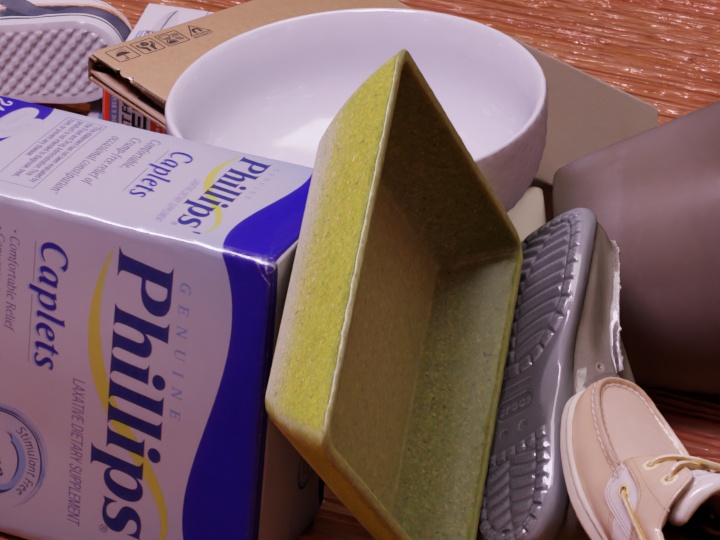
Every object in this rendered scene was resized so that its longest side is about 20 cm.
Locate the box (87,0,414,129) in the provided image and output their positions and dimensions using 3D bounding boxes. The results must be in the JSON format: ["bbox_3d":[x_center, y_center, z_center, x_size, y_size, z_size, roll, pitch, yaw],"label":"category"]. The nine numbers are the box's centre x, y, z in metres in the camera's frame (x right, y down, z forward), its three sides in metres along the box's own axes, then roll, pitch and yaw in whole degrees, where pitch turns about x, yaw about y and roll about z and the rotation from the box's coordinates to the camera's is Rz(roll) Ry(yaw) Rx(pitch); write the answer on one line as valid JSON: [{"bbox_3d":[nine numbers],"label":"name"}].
[{"bbox_3d":[-0.034,-0.117,1.675,0.200,0.021,0.163,-22,40,-36],"label":"box"}]

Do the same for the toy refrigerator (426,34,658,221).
[{"bbox_3d":[0.099,-0.076,1.635,0.070,0.076,0.200,-3,-10,31],"label":"toy refrigerator"}]

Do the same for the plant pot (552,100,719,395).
[{"bbox_3d":[0.199,-0.009,1.534,0.173,0.200,0.200,-8,25,10],"label":"plant pot"}]

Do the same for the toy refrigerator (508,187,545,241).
[{"bbox_3d":[0.000,0.000,1.557,0.200,0.070,0.076,2,46,-6],"label":"toy refrigerator"}]

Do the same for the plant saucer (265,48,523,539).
[{"bbox_3d":[0.013,0.031,1.317,0.048,0.200,0.200,0,63,22],"label":"plant saucer"}]

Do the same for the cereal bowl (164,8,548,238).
[{"bbox_3d":[0.000,-0.059,1.482,0.200,0.083,0.200,-3,33,2],"label":"cereal bowl"}]

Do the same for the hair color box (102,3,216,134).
[{"bbox_3d":[-0.050,-0.104,1.736,0.200,0.064,0.111,10,30,7],"label":"hair color box"}]

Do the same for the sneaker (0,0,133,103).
[{"bbox_3d":[-0.241,-0.143,1.813,0.200,0.079,0.079,6,19,8],"label":"sneaker"}]

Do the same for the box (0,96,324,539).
[{"bbox_3d":[-0.119,0.035,1.364,0.200,0.184,0.105,13,27,16],"label":"box"}]

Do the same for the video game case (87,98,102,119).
[{"bbox_3d":[-0.076,-0.066,1.750,0.200,0.022,0.182,4,27,0],"label":"video game case"}]

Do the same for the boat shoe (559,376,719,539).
[{"bbox_3d":[0.153,0.121,1.302,0.074,0.069,0.200,7,45,-32],"label":"boat shoe"}]

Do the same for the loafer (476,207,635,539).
[{"bbox_3d":[0.103,0.062,1.420,0.070,0.075,0.200,30,55,-31],"label":"loafer"}]

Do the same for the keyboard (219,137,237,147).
[{"bbox_3d":[-0.145,-0.048,1.601,0.200,0.011,0.056,-16,4,40],"label":"keyboard"}]
